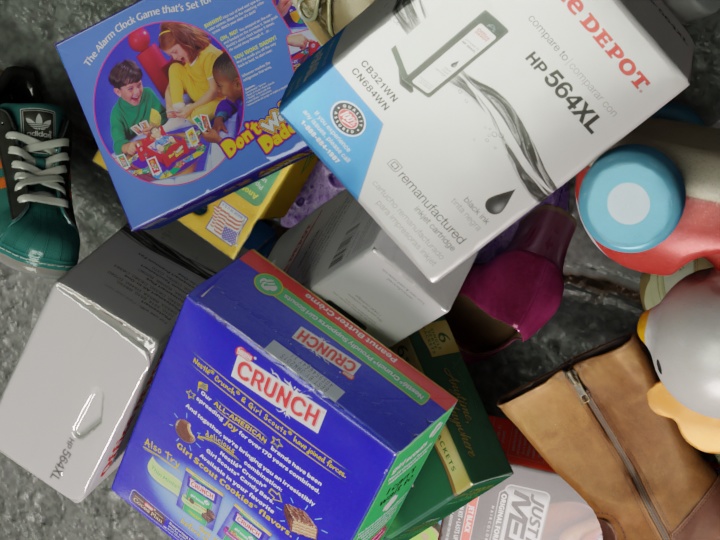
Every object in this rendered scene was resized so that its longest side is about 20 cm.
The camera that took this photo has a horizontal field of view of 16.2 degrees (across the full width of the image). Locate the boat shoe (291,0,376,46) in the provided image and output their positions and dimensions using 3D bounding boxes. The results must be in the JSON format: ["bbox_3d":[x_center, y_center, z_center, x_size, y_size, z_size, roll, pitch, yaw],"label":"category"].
[{"bbox_3d":[-0.028,-0.210,1.546,0.073,0.063,0.201,-22,84,18],"label":"boat shoe"}]

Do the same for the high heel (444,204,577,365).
[{"bbox_3d":[0.077,0.037,1.656,0.067,0.096,0.200,27,146,-2],"label":"high heel"}]

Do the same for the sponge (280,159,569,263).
[{"bbox_3d":[0.043,-0.065,1.698,0.199,0.030,0.112,13,116,20],"label":"sponge"}]

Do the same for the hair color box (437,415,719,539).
[{"bbox_3d":[0.156,0.170,1.701,0.199,0.061,0.102,11,116,3],"label":"hair color box"}]

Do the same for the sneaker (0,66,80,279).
[{"bbox_3d":[-0.232,-0.071,1.740,0.071,0.200,0.080,9,119,-28],"label":"sneaker"}]

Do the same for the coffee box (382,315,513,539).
[{"bbox_3d":[0.006,0.124,1.689,0.200,0.044,0.123,-36,71,44],"label":"coffee box"}]

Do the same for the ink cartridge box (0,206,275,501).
[{"bbox_3d":[-0.155,0.044,1.723,0.084,0.200,0.146,33,120,8],"label":"ink cartridge box"}]

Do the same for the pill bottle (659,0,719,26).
[{"bbox_3d":[0.117,-0.172,1.570,0.200,0.114,0.114,-19,103,30],"label":"pill bottle"}]

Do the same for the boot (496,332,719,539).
[{"bbox_3d":[0.152,0.163,1.629,0.188,0.069,0.200,-33,102,26],"label":"boot"}]

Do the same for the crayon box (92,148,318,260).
[{"bbox_3d":[-0.074,-0.125,1.676,0.126,0.052,0.200,35,103,14],"label":"crayon box"}]

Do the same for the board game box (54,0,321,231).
[{"bbox_3d":[-0.082,-0.127,1.627,0.200,0.045,0.135,-24,86,18],"label":"board game box"}]

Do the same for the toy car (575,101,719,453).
[{"bbox_3d":[0.209,0.016,1.541,0.176,0.184,0.201,11,105,11],"label":"toy car"}]

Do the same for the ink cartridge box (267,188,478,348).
[{"bbox_3d":[0.000,0.000,1.646,0.067,0.116,0.200,38,143,-14],"label":"ink cartridge box"}]

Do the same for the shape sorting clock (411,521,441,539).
[{"bbox_3d":[0.003,0.122,1.773,0.199,0.039,0.201,16,124,24],"label":"shape sorting clock"}]

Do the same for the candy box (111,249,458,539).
[{"bbox_3d":[-0.053,0.112,1.618,0.169,0.077,0.200,37,135,12],"label":"candy box"}]

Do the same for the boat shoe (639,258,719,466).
[{"bbox_3d":[0.254,0.075,1.635,0.066,0.074,0.200,-27,99,35],"label":"boat shoe"}]

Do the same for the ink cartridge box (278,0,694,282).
[{"bbox_3d":[0.075,-0.115,1.481,0.200,0.084,0.146,-39,101,21],"label":"ink cartridge box"}]
